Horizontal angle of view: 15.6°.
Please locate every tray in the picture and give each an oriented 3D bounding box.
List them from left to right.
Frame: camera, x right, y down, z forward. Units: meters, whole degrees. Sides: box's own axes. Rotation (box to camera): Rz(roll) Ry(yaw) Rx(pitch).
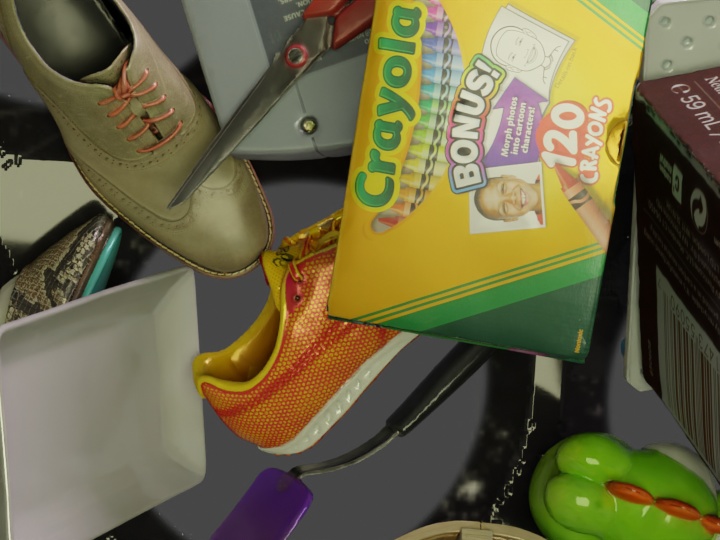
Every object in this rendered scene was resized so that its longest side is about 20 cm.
[{"bbox_3d":[-0.121,0.063,1.184,0.022,0.200,0.108,-1,98,21],"label":"tray"}]

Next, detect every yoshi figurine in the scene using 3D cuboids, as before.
[{"bbox_3d":[0.163,0.126,1.288,0.199,0.113,0.112,25,133,-24],"label":"yoshi figurine"}]

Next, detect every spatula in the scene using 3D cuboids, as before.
[{"bbox_3d":[0.001,0.082,1.263,0.200,0.056,0.021,-38,117,-15],"label":"spatula"}]

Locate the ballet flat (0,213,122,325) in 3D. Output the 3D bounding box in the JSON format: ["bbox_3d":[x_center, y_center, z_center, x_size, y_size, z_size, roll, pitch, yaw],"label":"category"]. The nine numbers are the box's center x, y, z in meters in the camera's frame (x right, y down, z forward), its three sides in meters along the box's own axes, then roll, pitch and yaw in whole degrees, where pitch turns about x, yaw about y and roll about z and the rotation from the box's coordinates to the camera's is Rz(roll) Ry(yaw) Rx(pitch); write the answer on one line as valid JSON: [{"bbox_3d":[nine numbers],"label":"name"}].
[{"bbox_3d":[-0.167,0.066,1.233,0.075,0.068,0.201,12,98,2],"label":"ballet flat"}]

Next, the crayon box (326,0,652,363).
[{"bbox_3d":[0.059,-0.070,1.155,0.118,0.058,0.201,10,103,3],"label":"crayon box"}]

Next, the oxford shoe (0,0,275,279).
[{"bbox_3d":[-0.110,-0.074,1.216,0.070,0.075,0.200,-41,101,-3],"label":"oxford shoe"}]

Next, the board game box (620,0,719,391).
[{"bbox_3d":[0.221,-0.047,1.255,0.199,0.026,0.201,-7,118,-13],"label":"board game box"}]

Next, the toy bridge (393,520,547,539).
[{"bbox_3d":[0.051,0.152,1.231,0.199,0.027,0.068,6,63,-10],"label":"toy bridge"}]

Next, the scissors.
[{"bbox_3d":[-0.024,-0.111,1.198,0.200,0.014,0.073,-35,83,9],"label":"scissors"}]

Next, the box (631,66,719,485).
[{"bbox_3d":[0.241,0.001,1.174,0.199,0.166,0.165,-12,120,-11],"label":"box"}]

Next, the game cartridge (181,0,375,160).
[{"bbox_3d":[0.019,-0.128,1.212,0.199,0.042,0.134,-18,87,10],"label":"game cartridge"}]

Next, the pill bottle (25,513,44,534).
[{"bbox_3d":[-0.245,0.098,1.174,0.199,0.114,0.115,31,91,5],"label":"pill bottle"}]

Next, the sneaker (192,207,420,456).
[{"bbox_3d":[0.000,0.000,1.231,0.077,0.073,0.200,39,97,-20],"label":"sneaker"}]

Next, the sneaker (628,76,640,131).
[{"bbox_3d":[0.152,-0.109,1.260,0.199,0.078,0.086,-23,107,4],"label":"sneaker"}]
